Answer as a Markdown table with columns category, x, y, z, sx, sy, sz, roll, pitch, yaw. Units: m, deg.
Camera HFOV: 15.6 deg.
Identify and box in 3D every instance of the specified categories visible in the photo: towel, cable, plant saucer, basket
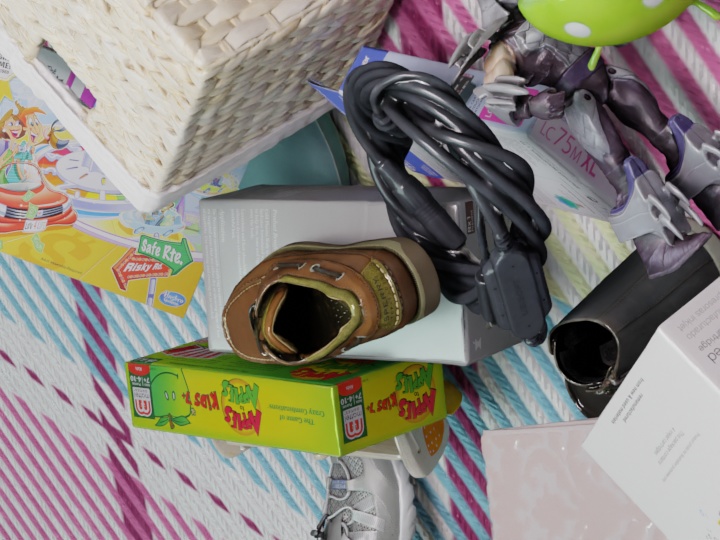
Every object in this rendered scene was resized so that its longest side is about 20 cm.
| category | x | y | z | sx | sy | sz | roll | pitch | yaw |
| --- | --- | --- | --- | --- | --- | --- | --- | --- | --- |
| towel | 0.160 | 0.190 | 1.621 | 0.191 | 0.032 | 0.201 | -7 | 91 | 48 |
| cable | 0.049 | -0.052 | 1.501 | 0.163 | 0.051 | 0.200 | 46 | 166 | 41 |
| plant saucer | -0.073 | -0.096 | 1.836 | 0.200 | 0.027 | 0.201 | 36 | 145 | 30 |
| basket | -0.106 | -0.181 | 1.624 | 0.198 | 0.200 | 0.161 | 49 | 148 | 13 |

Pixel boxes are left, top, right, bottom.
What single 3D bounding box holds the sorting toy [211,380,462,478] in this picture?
| category | x | y | z | sx | sy | sz | roll | pitch | yaw |
| --- | --- | --- | --- | --- | --- | --- | --- | --- | --- |
| sorting toy | -0.029 | 0.038 | 1.818 | 0.200 | 0.107 | 0.181 | 2 | 122 | 45 |

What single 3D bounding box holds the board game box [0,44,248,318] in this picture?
| category | x | y | z | sx | sy | sz | roll | pitch | yaw |
| --- | --- | --- | --- | --- | --- | --- | --- | --- | --- |
| board game box | -0.182 | -0.065 | 1.719 | 0.199 | 0.135 | 0.034 | 20 | -174 | -23 |

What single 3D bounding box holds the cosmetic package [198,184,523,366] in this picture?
| category | x | y | z | sx | sy | sz | roll | pitch | yaw |
| --- | --- | --- | --- | --- | --- | --- | --- | --- | --- |
| cosmetic package | 0.000 | 0.000 | 1.685 | 0.199 | 0.090 | 0.107 | 3 | 100 | 28 |

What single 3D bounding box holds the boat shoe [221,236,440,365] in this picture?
| category | x | y | z | sx | sy | sz | roll | pitch | yaw |
| --- | --- | --- | --- | --- | --- | --- | --- | --- | --- |
| boat shoe | -0.038 | 0.022 | 1.591 | 0.200 | 0.068 | 0.072 | -22 | 93 | 54 |

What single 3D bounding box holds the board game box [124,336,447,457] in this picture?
| category | x | y | z | sx | sy | sz | roll | pitch | yaw |
| --- | --- | --- | --- | --- | --- | --- | --- | --- | --- |
| board game box | -0.051 | 0.078 | 1.727 | 0.200 | 0.101 | 0.048 | 4 | 105 | 45 |

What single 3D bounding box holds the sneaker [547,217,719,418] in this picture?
| category | x | y | z | sx | sy | sz | roll | pitch | yaw |
| --- | --- | --- | --- | --- | --- | --- | --- | --- | --- |
| sneaker | 0.144 | 0.049 | 1.593 | 0.075 | 0.106 | 0.200 | 46 | 149 | 14 |

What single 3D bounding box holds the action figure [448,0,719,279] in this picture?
| category | x | y | z | sx | sy | sz | roll | pitch | yaw |
| --- | --- | --- | --- | --- | --- | --- | --- | --- | --- |
| action figure | 0.131 | -0.097 | 1.441 | 0.200 | 0.130 | 0.069 | 48 | 153 | 3 |

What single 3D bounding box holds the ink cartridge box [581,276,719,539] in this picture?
| category | x | y | z | sx | sy | sz | roll | pitch | yaw |
| --- | --- | --- | --- | --- | --- | --- | --- | --- | --- |
| ink cartridge box | 0.255 | 0.098 | 1.444 | 0.200 | 0.147 | 0.145 | 46 | 149 | 14 |

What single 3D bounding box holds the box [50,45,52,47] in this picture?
| category | x | y | z | sx | sy | sz | roll | pitch | yaw |
| --- | --- | --- | --- | --- | --- | --- | --- | --- | --- |
| box | -0.181 | -0.182 | 1.854 | 0.118 | 0.048 | 0.200 | 60 | 158 | 30 |

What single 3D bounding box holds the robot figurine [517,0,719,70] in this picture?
| category | x | y | z | sx | sy | sz | roll | pitch | yaw |
| --- | --- | --- | --- | --- | --- | --- | --- | --- | --- |
| robot figurine | 0.112 | -0.206 | 1.369 | 0.175 | 0.116 | 0.201 | -21 | 104 | 27 |

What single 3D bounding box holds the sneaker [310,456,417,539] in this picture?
| category | x | y | z | sx | sy | sz | roll | pitch | yaw |
| --- | --- | --- | --- | --- | --- | --- | --- | --- | --- |
| sneaker | -0.005 | 0.200 | 1.938 | 0.075 | 0.082 | 0.201 | 158 | 105 | -65 |

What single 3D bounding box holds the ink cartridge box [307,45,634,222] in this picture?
| category | x | y | z | sx | sy | sz | roll | pitch | yaw |
| --- | --- | --- | --- | --- | --- | --- | --- | --- | --- |
| ink cartridge box | 0.072 | -0.083 | 1.578 | 0.200 | 0.042 | 0.119 | 14 | 164 | 46 |
